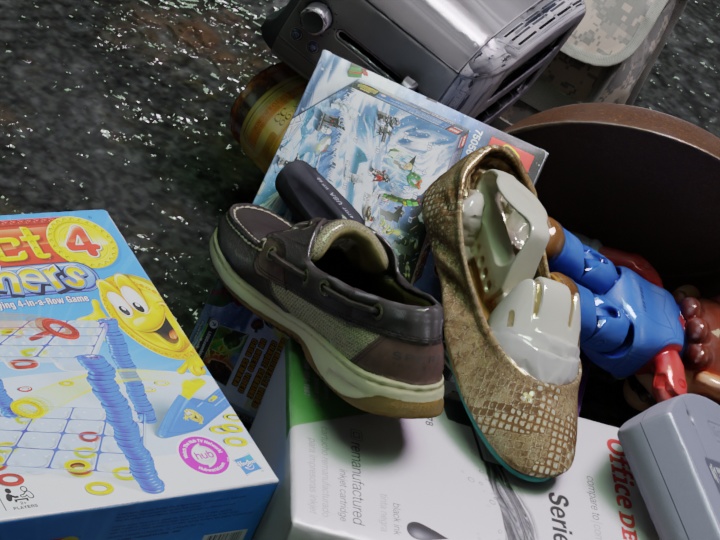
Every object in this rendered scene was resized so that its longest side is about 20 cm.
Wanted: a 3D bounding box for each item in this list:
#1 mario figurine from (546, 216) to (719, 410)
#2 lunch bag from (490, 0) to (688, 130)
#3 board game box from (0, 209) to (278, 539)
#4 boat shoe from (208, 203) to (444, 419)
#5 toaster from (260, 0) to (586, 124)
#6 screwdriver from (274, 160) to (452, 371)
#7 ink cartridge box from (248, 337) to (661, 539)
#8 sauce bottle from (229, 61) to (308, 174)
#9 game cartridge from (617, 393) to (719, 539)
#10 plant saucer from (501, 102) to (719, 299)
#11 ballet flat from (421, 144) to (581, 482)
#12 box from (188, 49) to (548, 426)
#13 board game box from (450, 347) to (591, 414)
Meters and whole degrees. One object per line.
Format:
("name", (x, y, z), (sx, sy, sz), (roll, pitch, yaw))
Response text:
("mario figurine", (0.147, 0.047, 1.478), (0.199, 0.124, 0.106), (25, -14, -36))
("lunch bag", (0.109, -0.166, 1.647), (0.164, 0.201, 0.117), (34, 34, 14))
("board game box", (-0.170, 0.060, 1.227), (0.199, 0.056, 0.196), (-5, 45, -37))
("boat shoe", (-0.010, 0.006, 1.286), (0.073, 0.065, 0.200), (6, 21, -36))
("toaster", (0.044, -0.151, 1.520), (0.129, 0.114, 0.200), (43, 35, 6))
("screwdriver", (0.020, 0.016, 1.332), (0.200, 0.028, 0.029), (49, 5, 23))
("ink cartridge box", (0.046, 0.129, 1.279), (0.199, 0.085, 0.147), (15, 34, -13))
("sauce bottle", (0.004, -0.039, 1.486), (0.066, 0.066, 0.200), (-14, 49, -43))
("game cartridge", (0.189, 0.131, 1.333), (0.134, 0.041, 0.200), (65, 16, 19))
("plant saucer", (0.154, -0.036, 1.498), (0.199, 0.201, 0.035), (21, 58, -5))
("ballet flat", (0.075, 0.012, 1.301), (0.070, 0.065, 0.201), (12, 42, -30))
("box", (0.000, 0.000, 1.396), (0.136, 0.040, 0.201), (25, 76, 1))
("board game box", (0.040, 0.023, 1.508), (0.199, 0.032, 0.120), (23, 38, -2))
